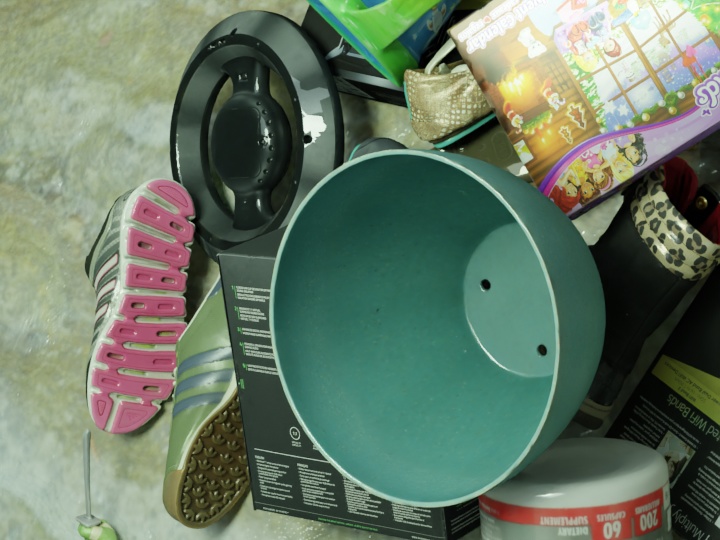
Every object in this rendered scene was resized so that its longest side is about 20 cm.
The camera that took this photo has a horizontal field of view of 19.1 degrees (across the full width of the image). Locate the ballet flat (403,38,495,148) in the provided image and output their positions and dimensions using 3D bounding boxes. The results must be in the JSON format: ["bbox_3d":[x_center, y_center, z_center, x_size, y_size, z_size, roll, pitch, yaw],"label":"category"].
[{"bbox_3d":[0.116,-0.158,1.450,0.199,0.066,0.070,-32,15,-7],"label":"ballet flat"}]

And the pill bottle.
[{"bbox_3d":[0.132,0.209,1.267,0.113,0.114,0.202,3,103,40],"label":"pill bottle"}]

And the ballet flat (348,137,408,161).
[{"bbox_3d":[0.000,0.000,1.531,0.073,0.073,0.201,11,78,41],"label":"ballet flat"}]

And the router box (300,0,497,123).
[{"bbox_3d":[0.054,-0.199,1.572,0.199,0.052,0.158,18,84,42],"label":"router box"}]

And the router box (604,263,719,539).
[{"bbox_3d":[0.255,0.107,1.278,0.200,0.052,0.158,40,100,41],"label":"router box"}]

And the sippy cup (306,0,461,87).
[{"bbox_3d":[0.025,-0.221,1.490,0.130,0.140,0.178,-46,58,1],"label":"sippy cup"}]

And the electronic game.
[{"bbox_3d":[-0.081,-0.096,1.624,0.199,0.041,0.202,2,93,48],"label":"electronic game"}]

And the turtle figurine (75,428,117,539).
[{"bbox_3d":[-0.252,0.230,1.602,0.193,0.200,0.144,-35,20,29],"label":"turtle figurine"}]

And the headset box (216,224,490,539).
[{"bbox_3d":[0.006,0.063,1.421,0.173,0.093,0.202,4,109,40],"label":"headset box"}]

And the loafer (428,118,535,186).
[{"bbox_3d":[0.127,-0.076,1.459,0.199,0.067,0.077,-18,54,16],"label":"loafer"}]

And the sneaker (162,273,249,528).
[{"bbox_3d":[-0.106,0.086,1.592,0.090,0.067,0.201,21,87,51],"label":"sneaker"}]

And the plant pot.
[{"bbox_3d":[0.065,0.025,1.247,0.199,0.134,0.202,7,101,36],"label":"plant pot"}]

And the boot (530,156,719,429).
[{"bbox_3d":[0.160,-0.010,1.354,0.151,0.073,0.200,-54,19,25],"label":"boot"}]

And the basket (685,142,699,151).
[{"bbox_3d":[0.197,-0.205,1.355,0.148,0.143,0.201,30,82,13],"label":"basket"}]

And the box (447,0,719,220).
[{"bbox_3d":[0.168,-0.137,1.263,0.199,0.039,0.137,-33,82,22],"label":"box"}]

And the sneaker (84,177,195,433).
[{"bbox_3d":[-0.177,0.025,1.666,0.087,0.073,0.202,-163,81,-66],"label":"sneaker"}]
